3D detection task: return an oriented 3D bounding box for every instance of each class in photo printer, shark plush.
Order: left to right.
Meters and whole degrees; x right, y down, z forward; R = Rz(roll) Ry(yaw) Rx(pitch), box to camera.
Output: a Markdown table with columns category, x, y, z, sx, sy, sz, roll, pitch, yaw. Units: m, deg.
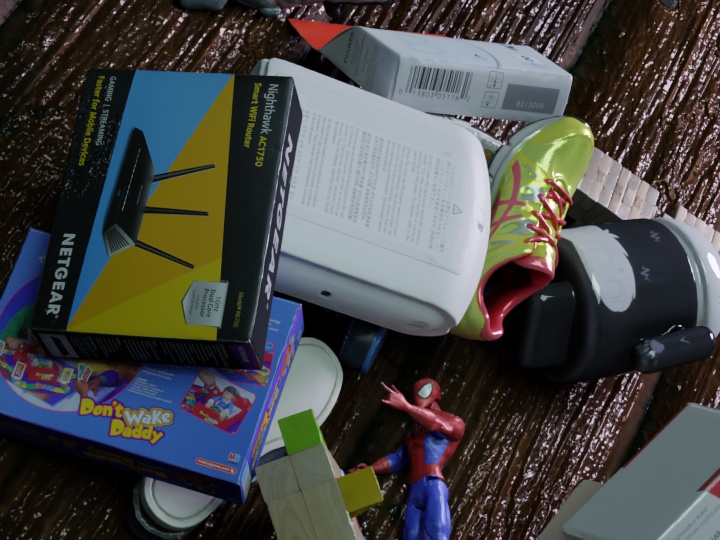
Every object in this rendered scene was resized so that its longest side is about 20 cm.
| category | x | y | z | sx | sy | sz | roll | pitch | yaw |
| --- | --- | --- | --- | --- | --- | --- | --- | --- | --- |
| shark plush | -0.067 | -0.240 | 1.539 | 0.199 | 0.083 | 0.091 | 26 | 55 | -17 |
| photo printer | 0.000 | -0.049 | 1.376 | 0.199 | 0.069 | 0.167 | 18 | 61 | -16 |

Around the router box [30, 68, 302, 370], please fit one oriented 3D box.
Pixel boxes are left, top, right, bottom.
| category | x | y | z | sx | sy | sz | roll | pitch | yaw |
| --- | --- | --- | --- | --- | --- | --- | --- | --- | --- |
| router box | -0.126 | -0.037 | 1.272 | 0.148 | 0.051 | 0.201 | 3 | 64 | 9 |

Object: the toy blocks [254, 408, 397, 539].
| category | x | y | z | sx | sy | sz | roll | pitch | yaw |
| --- | --- | --- | --- | --- | --- | --- | --- | --- | --- |
| toy blocks | -0.016 | 0.209 | 1.305 | 0.099 | 0.137 | 0.201 | -19 | 73 | 0 |

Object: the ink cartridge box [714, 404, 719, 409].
| category | x | y | z | sx | sy | sz | roll | pitch | yaw |
| --- | --- | --- | --- | --- | --- | --- | --- | --- | --- |
| ink cartridge box | 0.371 | 0.185 | 1.535 | 0.200 | 0.146 | 0.084 | 48 | 50 | -1 |

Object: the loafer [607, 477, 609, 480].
| category | x | y | z | sx | sy | sz | roll | pitch | yaw |
| --- | --- | --- | --- | --- | --- | --- | --- | --- | --- |
| loafer | 0.167 | 0.230 | 1.451 | 0.200 | 0.071 | 0.073 | -36 | 119 | -29 |

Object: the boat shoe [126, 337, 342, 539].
| category | x | y | z | sx | sy | sz | roll | pitch | yaw |
| --- | --- | --- | --- | --- | --- | --- | --- | --- | --- |
| boat shoe | -0.089 | 0.121 | 1.350 | 0.075 | 0.062 | 0.200 | 45 | 54 | -4 |

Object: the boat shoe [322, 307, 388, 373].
| category | x | y | z | sx | sy | sz | roll | pitch | yaw |
| --- | --- | --- | --- | --- | --- | --- | --- | --- | --- |
| boat shoe | 0.000 | 0.000 | 1.468 | 0.068 | 0.084 | 0.201 | 22 | 38 | -6 |

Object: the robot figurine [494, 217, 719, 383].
| category | x | y | z | sx | sy | sz | roll | pitch | yaw |
| --- | --- | --- | --- | --- | --- | --- | --- | --- | --- |
| robot figurine | 0.200 | 0.025 | 1.530 | 0.199 | 0.125 | 0.151 | -9 | 71 | -29 |

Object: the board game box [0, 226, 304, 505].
| category | x | y | z | sx | sy | sz | roll | pitch | yaw |
| --- | --- | --- | --- | --- | --- | --- | --- | --- | --- |
| board game box | -0.152 | 0.063 | 1.287 | 0.199 | 0.045 | 0.135 | 16 | 66 | 8 |

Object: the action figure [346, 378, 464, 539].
| category | x | y | z | sx | sy | sz | roll | pitch | yaw |
| --- | --- | --- | --- | --- | --- | --- | --- | --- | --- |
| action figure | 0.030 | 0.164 | 1.393 | 0.099 | 0.065 | 0.201 | 24 | 55 | -32 |

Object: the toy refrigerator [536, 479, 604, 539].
| category | x | y | z | sx | sy | sz | roll | pitch | yaw |
| --- | --- | --- | --- | --- | --- | --- | --- | --- | --- |
| toy refrigerator | 0.211 | 0.252 | 1.396 | 0.076 | 0.070 | 0.200 | -48 | 119 | -23 |

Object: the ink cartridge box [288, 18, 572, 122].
| category | x | y | z | sx | sy | sz | roll | pitch | yaw |
| --- | --- | --- | --- | --- | --- | --- | --- | --- | --- |
| ink cartridge box | 0.053 | -0.178 | 1.529 | 0.159 | 0.048 | 0.200 | 2 | 26 | -29 |

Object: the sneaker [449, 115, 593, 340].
| category | x | y | z | sx | sy | sz | roll | pitch | yaw |
| --- | --- | --- | --- | --- | --- | --- | --- | --- | --- |
| sneaker | 0.126 | -0.026 | 1.444 | 0.201 | 0.090 | 0.078 | -56 | 134 | -6 |

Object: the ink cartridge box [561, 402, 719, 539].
| category | x | y | z | sx | sy | sz | roll | pitch | yaw |
| --- | --- | --- | --- | --- | --- | --- | --- | --- | --- |
| ink cartridge box | 0.245 | 0.218 | 1.321 | 0.144 | 0.084 | 0.201 | -40 | 119 | -25 |

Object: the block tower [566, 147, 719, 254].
| category | x | y | z | sx | sy | sz | roll | pitch | yaw |
| --- | --- | --- | --- | --- | --- | --- | --- | --- | --- |
| block tower | 0.244 | -0.032 | 1.632 | 0.199 | 0.058 | 0.054 | 33 | 53 | -10 |

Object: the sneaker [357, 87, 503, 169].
| category | x | y | z | sx | sy | sz | roll | pitch | yaw |
| --- | --- | --- | --- | --- | --- | --- | --- | --- | --- |
| sneaker | 0.019 | -0.110 | 1.486 | 0.199 | 0.076 | 0.088 | 9 | 34 | -5 |
